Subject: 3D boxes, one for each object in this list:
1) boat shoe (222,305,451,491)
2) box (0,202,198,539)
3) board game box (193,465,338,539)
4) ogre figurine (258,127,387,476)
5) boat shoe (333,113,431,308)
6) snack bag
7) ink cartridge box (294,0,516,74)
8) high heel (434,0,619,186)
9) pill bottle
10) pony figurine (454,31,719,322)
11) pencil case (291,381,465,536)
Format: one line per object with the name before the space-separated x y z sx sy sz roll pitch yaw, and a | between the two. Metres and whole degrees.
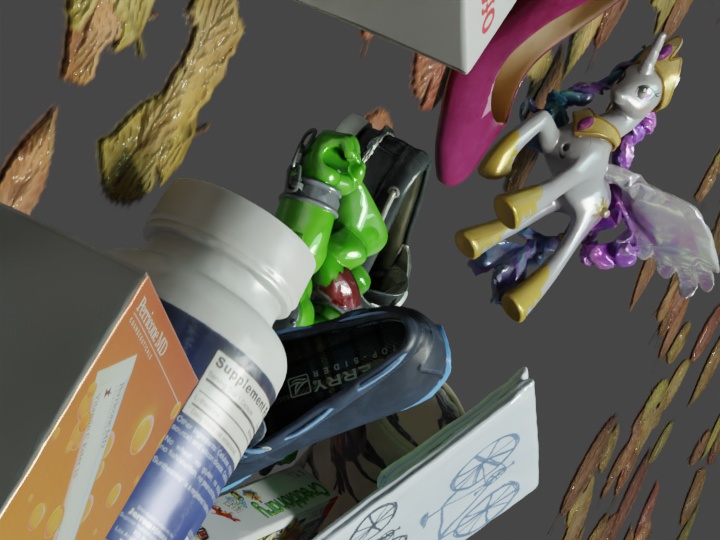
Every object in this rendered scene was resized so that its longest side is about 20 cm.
boat shoe | -0.056 0.057 1.385 0.200 0.084 0.069 -27 159 6
box | -0.167 0.088 1.164 0.200 0.097 0.124 -60 162 -17
board game box | -0.090 0.175 1.455 0.126 0.035 0.200 -57 166 16
ogre figurine | -0.031 0.026 1.497 0.120 0.098 0.200 -63 -176 -38
boat shoe | 0.000 0.000 1.624 0.076 0.060 0.200 -52 159 -39
snack bag | 0.020 0.145 1.547 0.200 0.021 0.189 -36 161 -9
ink cartridge box | 0.032 -0.226 1.248 0.200 0.146 0.147 -57 161 -25
high heel | 0.116 -0.134 1.729 0.067 0.096 0.200 -19 132 -68
pill bottle | -0.104 0.060 1.297 0.200 0.111 0.111 -60 163 -18
pony figurine | 0.160 -0.056 1.931 0.200 0.166 0.193 -39 145 -25
pencil case | -0.012 0.132 1.632 0.078 0.090 0.200 -13 151 -47
